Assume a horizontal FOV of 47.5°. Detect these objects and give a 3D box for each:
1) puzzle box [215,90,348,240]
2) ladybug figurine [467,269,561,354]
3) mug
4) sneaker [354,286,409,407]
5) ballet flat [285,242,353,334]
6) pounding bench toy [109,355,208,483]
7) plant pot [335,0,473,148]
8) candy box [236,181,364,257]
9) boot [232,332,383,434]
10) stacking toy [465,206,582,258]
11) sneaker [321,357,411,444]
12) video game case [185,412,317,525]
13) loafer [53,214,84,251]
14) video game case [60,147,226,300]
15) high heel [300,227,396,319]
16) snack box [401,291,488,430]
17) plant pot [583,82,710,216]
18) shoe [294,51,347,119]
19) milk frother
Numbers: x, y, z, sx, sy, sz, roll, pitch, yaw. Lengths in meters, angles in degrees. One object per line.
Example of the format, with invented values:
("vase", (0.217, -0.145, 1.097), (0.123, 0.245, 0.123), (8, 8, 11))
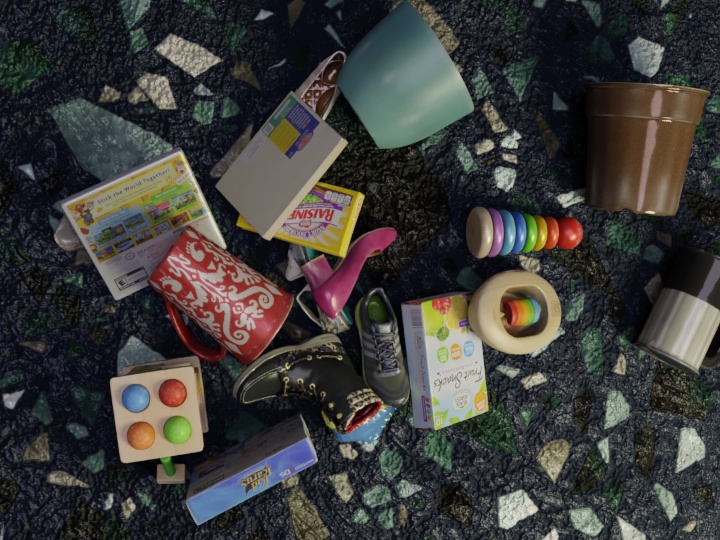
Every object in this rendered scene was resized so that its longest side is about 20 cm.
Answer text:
("puzzle box", (-0.126, -0.166, 1.292), (0.201, 0.025, 0.133), (-49, 65, 8))
("ladybug figurine", (0.251, 0.070, 1.354), (0.197, 0.072, 0.139), (1, 81, -35))
("mug", (-0.232, 0.051, 1.267), (0.199, 0.133, 0.178), (38, 91, -15))
("sneaker", (0.033, 0.119, 1.305), (0.073, 0.081, 0.203), (-12, 65, -9))
("ballet flat", (-0.083, 0.016, 1.334), (0.071, 0.072, 0.203), (-26, 93, -6))
("pounding bench toy", (-0.302, 0.248, 1.261), (0.122, 0.156, 0.204), (-8, 93, -8))
("plant pot", (0.057, -0.290, 1.286), (0.160, 0.201, 0.202), (-33, 95, 5))
("candy box", (-0.097, -0.094, 1.296), (0.197, 0.026, 0.104), (16, 86, 25))
("boot", (-0.078, 0.187, 1.254), (0.201, 0.074, 0.154), (-20, 52, -32))
("stacking toy", (0.281, -0.066, 1.381), (0.196, 0.085, 0.087), (-2, 92, -14))
("sneaker", (0.029, 0.221, 1.361), (0.197, 0.076, 0.107), (-19, 123, -16))
("video game case", (-0.167, 0.301, 1.269), (0.197, 0.181, 0.046), (-26, 96, -6))
("loafer", (-0.398, -0.100, 1.287), (0.198, 0.063, 0.073), (-33, 95, -6))
("video game case", (-0.333, -0.071, 1.279), (0.197, 0.023, 0.184), (-25, 122, -7))
("high heel", (0.000, 0.000, 1.313), (0.198, 0.067, 0.097), (-26, 84, -40))
("snack box", (0.140, 0.143, 1.340), (0.141, 0.052, 0.204), (-8, 93, -42))
("plant pot", (0.455, -0.198, 1.349), (0.196, 0.200, 0.202), (4, 99, -8))
("shoe", (-0.082, -0.273, 1.332), (0.069, 0.053, 0.202), (34, 87, -7))
("milk frother", (0.594, 0.083, 1.362), (0.178, 0.200, 0.191), (26, 88, -11))
